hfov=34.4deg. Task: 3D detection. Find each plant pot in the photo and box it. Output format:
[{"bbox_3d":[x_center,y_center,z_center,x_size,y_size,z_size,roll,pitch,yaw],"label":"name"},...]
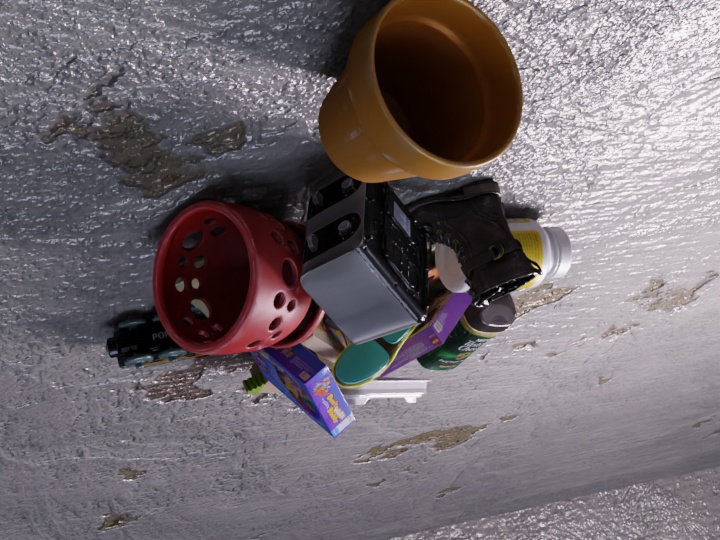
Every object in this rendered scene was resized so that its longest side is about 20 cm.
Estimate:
[{"bbox_3d":[0.049,-0.185,1.303,0.199,0.202,0.183,0,167,-31],"label":"plant pot"},{"bbox_3d":[-0.150,0.012,1.567,0.200,0.202,0.182,-34,157,34],"label":"plant pot"}]

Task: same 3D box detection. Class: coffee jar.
[{"bbox_3d":[0.185,0.102,2.076,0.104,0.086,0.200,3,149,-35],"label":"coffee jar"}]

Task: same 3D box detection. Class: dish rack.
[{"bbox_3d":[0.005,0.202,1.974,0.199,0.044,0.171,3,175,-42],"label":"dish rack"}]

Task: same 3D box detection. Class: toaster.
[{"bbox_3d":[0.012,-0.021,1.550,0.118,0.182,0.200,-22,131,24],"label":"toaster"}]

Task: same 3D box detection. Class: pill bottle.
[{"bbox_3d":[0.225,-0.025,1.806,0.199,0.112,0.111,-3,152,-26],"label":"pill bottle"}]

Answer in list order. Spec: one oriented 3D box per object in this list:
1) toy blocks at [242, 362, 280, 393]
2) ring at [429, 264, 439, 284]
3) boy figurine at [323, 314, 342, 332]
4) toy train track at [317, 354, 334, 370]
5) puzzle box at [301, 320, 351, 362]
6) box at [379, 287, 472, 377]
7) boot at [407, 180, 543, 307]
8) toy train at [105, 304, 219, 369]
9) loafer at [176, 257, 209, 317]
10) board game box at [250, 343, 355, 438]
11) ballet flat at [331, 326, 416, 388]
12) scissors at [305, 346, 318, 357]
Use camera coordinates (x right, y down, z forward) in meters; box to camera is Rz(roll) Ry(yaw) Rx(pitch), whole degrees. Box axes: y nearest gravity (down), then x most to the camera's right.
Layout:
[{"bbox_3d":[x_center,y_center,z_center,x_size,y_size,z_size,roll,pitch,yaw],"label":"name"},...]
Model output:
[{"bbox_3d":[-0.094,0.154,2.033,0.199,0.100,0.137,5,136,-39],"label":"toy blocks"},{"bbox_3d":[0.063,0.040,1.881,0.200,0.019,0.200,-34,172,-5],"label":"ring"},{"bbox_3d":[0.000,0.000,1.738,0.064,0.125,0.201,24,132,0],"label":"boy figurine"},{"bbox_3d":[-0.114,0.105,1.878,0.199,0.033,0.115,28,142,-6],"label":"toy train track"},{"bbox_3d":[-0.061,0.077,1.821,0.025,0.134,0.200,-27,154,14],"label":"puzzle box"},{"bbox_3d":[0.107,0.091,1.933,0.136,0.039,0.200,-32,-172,32],"label":"box"},{"bbox_3d":[0.146,-0.026,1.680,0.199,0.175,0.069,-22,155,12],"label":"boot"},{"bbox_3d":[-0.295,0.109,1.818,0.198,0.086,0.114,-13,165,-7],"label":"toy train"},{"bbox_3d":[-0.214,0.036,1.722,0.075,0.069,0.200,-28,153,25],"label":"loafer"},{"bbox_3d":[-0.103,0.156,1.787,0.045,0.200,0.135,-39,134,-16],"label":"board game box"},{"bbox_3d":[0.027,0.120,1.818,0.200,0.067,0.067,-44,173,-26],"label":"ballet flat"},{"bbox_3d":[-0.096,0.096,1.767,0.014,0.201,0.073,-36,151,10],"label":"scissors"}]
